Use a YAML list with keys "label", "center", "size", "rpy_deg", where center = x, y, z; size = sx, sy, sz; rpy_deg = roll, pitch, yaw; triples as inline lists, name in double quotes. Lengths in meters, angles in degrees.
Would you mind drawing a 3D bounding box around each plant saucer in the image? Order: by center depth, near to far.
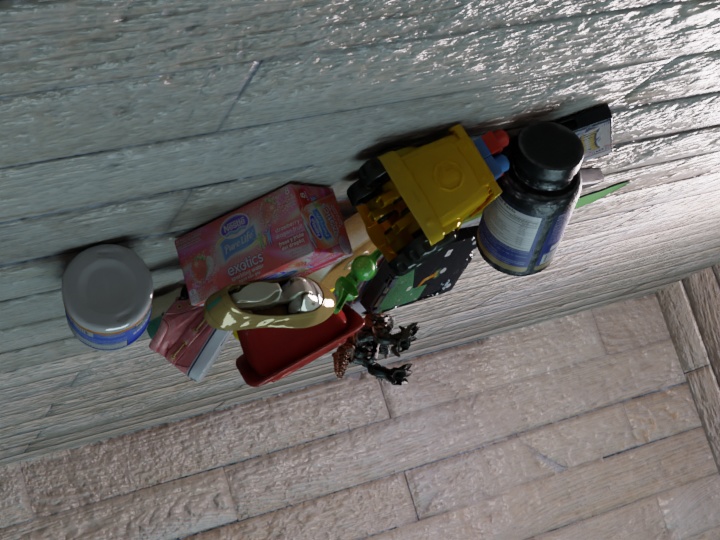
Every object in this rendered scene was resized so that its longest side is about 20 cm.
- label: "plant saucer"
  center: [-0.014, -0.026, 1.729]
  size: [0.200, 0.035, 0.200]
  rpy_deg: [-37, 168, -9]

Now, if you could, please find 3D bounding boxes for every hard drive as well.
- label: "hard drive"
  center: [0.101, -0.006, 1.918]
  size: [0.200, 0.038, 0.140]
  rpy_deg: [-17, 147, -44]

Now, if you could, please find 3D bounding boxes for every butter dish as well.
- label: "butter dish"
  center: [-0.120, 0.065, 1.841]
  size: [0.200, 0.148, 0.199]
  rpy_deg: [-30, -167, -7]

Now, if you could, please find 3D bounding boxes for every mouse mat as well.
- label: "mouse mat"
  center: [0.303, -0.095, 1.869]
  size: [0.200, 0.008, 0.161]
  rpy_deg: [-17, 174, -17]

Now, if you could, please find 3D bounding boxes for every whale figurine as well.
- label: "whale figurine"
  center: [-0.251, 0.082, 1.906]
  size: [0.159, 0.104, 0.200]
  rpy_deg: [-22, 169, 21]

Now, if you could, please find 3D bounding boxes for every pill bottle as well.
- label: "pill bottle"
  center: [-0.324, 0.043, 1.556]
  size: [0.112, 0.112, 0.200]
  rpy_deg: [-15, 170, -14]
- label: "pill bottle"
  center: [0.222, -0.093, 1.567]
  size: [0.112, 0.112, 0.200]
  rpy_deg: [-14, 145, -20]

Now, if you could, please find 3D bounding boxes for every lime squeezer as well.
- label: "lime squeezer"
  center: [0.000, 0.000, 1.671]
  size: [0.200, 0.038, 0.071]
  rpy_deg: [-49, 172, -37]

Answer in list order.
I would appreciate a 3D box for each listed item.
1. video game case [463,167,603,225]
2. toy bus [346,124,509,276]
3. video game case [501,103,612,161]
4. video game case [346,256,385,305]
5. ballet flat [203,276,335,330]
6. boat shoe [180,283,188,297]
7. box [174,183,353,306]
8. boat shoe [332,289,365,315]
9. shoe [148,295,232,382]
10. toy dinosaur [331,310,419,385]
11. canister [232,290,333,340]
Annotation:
- label: "video game case"
  center: [0.238, -0.105, 1.766]
  size: [0.181, 0.026, 0.200]
  rpy_deg: [-21, 175, 32]
- label: "toy bus"
  center: [0.098, -0.101, 1.508]
  size: [0.192, 0.136, 0.200]
  rpy_deg: [-31, 175, -16]
- label: "video game case"
  center: [0.257, -0.164, 1.666]
  size: [0.180, 0.026, 0.200]
  rpy_deg: [-19, 170, 9]
- label: "video game case"
  center: [0.075, -0.020, 1.922]
  size: [0.200, 0.017, 0.143]
  rpy_deg: [-18, 148, -42]
- label: "ballet flat"
  center: [-0.100, 0.038, 1.509]
  size: [0.200, 0.069, 0.063]
  rpy_deg: [-9, 153, -39]
- label: "boat shoe"
  center: [-0.163, 0.003, 1.732]
  size: [0.201, 0.074, 0.063]
  rpy_deg: [-19, 165, -9]
- label: "box"
  center: [-0.125, -0.030, 1.548]
  size: [0.200, 0.095, 0.103]
  rpy_deg: [-23, 168, 29]
- label: "boat shoe"
  center: [0.007, -0.007, 1.955]
  size: [0.071, 0.070, 0.200]
  rpy_deg: [-17, 147, -44]
- label: "shoe"
  center: [-0.209, 0.048, 1.671]
  size: [0.200, 0.091, 0.071]
  rpy_deg: [-58, 177, 5]
- label: "toy dinosaur"
  center: [0.012, 0.122, 1.875]
  size: [0.136, 0.200, 0.102]
  rpy_deg: [17, 138, 19]
- label: "canister"
  center: [-0.116, 0.071, 2.127]
  size: [0.148, 0.087, 0.200]
  rpy_deg: [-25, 166, 35]
